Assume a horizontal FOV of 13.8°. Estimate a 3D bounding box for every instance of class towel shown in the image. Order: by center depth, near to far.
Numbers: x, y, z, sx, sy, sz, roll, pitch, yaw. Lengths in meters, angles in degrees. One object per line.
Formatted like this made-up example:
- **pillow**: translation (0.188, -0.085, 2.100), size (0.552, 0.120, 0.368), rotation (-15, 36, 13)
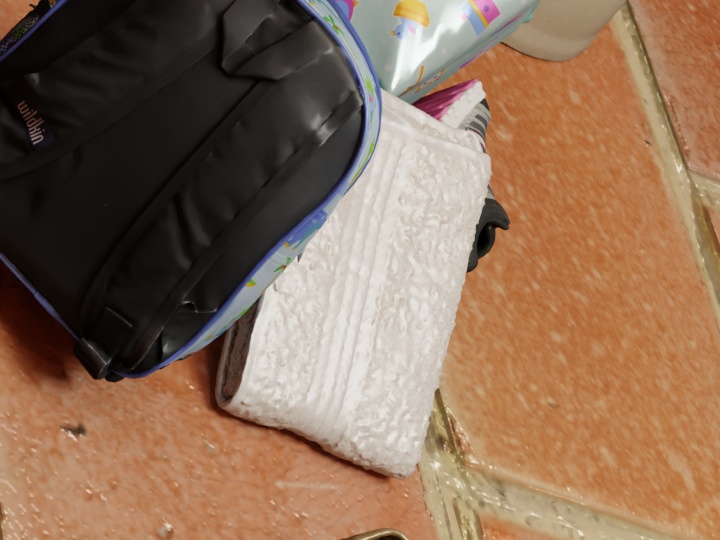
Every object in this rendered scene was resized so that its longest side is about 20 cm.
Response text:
- **towel**: translation (0.000, 0.000, 1.595), size (0.132, 0.034, 0.201), rotation (24, 70, -33)

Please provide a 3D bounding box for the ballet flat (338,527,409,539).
- **ballet flat**: translation (-0.010, 0.191, 1.427), size (0.068, 0.072, 0.200), rotation (42, 33, -13)

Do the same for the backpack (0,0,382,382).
- **backpack**: translation (-0.091, -0.071, 1.482), size (0.183, 0.200, 0.147), rotation (48, 12, 1)

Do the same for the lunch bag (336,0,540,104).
- **lunch bag**: translation (-0.005, -0.198, 1.742), size (0.170, 0.122, 0.200), rotation (-36, 87, -23)

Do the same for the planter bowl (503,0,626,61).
- **planter bowl**: translation (0.129, -0.262, 2.016), size (0.200, 0.135, 0.201), rotation (32, 35, -26)

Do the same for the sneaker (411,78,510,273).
- **sneaker**: translation (0.047, -0.049, 1.753), size (0.200, 0.073, 0.088), rotation (-70, 137, -68)
